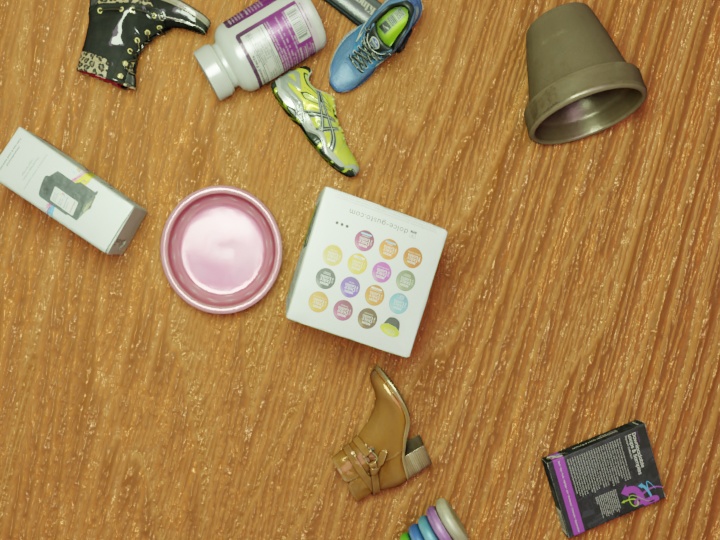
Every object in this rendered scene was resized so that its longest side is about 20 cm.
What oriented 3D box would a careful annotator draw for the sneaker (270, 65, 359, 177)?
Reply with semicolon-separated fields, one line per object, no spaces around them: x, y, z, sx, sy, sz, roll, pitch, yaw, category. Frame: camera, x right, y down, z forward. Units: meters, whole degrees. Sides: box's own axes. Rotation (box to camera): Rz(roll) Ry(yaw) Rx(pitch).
-0.060;-0.243;1.203;0.076;0.075;0.201;-39;98;-3;sneaker

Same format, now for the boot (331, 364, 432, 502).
0.017;0.278;1.248;0.152;0.077;0.204;-25;103;-2;boot

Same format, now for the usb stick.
-0.002;-0.437;1.221;0.198;0.033;0.056;35;89;-7;usb stick

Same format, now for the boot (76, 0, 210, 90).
-0.345;-0.360;1.159;0.195;0.073;0.155;17;90;-4;boot

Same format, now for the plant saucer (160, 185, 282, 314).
-0.225;-0.034;1.204;0.194;0.051;0.207;0;94;-7;plant saucer

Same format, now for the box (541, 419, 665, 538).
0.435;0.371;1.319;0.195;0.036;0.147;-19;96;-5;box

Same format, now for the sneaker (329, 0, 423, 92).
0.016;-0.365;1.178;0.078;0.090;0.200;41;115;-10;sneaker

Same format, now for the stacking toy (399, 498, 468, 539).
0.085;0.482;1.264;0.198;0.085;0.086;-36;97;3;stacking toy

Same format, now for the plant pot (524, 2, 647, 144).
0.345;-0.329;1.209;0.194;0.201;0.179;-14;77;-6;plant pot

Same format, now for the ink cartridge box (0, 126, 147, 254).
-0.435;-0.116;1.124;0.198;0.146;0.084;35;86;-8;ink cartridge box

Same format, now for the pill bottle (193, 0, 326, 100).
-0.160;-0.357;1.165;0.197;0.112;0.114;-32;96;-5;pill bottle

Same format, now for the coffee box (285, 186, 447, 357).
0.000;0.000;1.159;0.195;0.200;0.203;18;91;-7;coffee box
